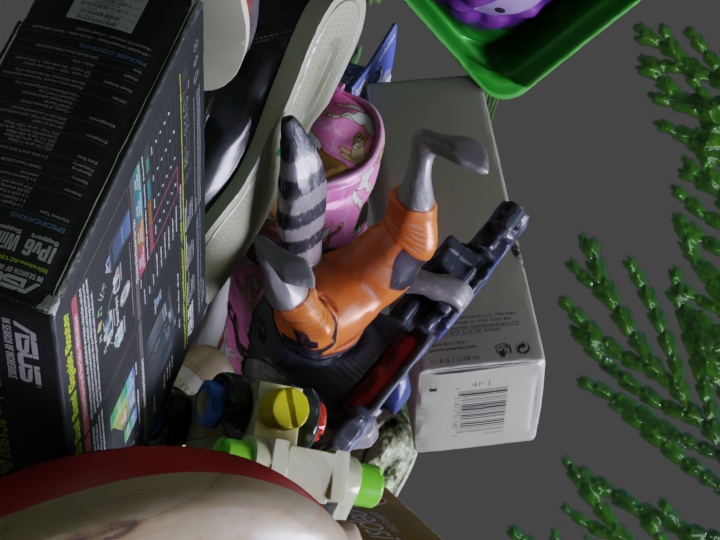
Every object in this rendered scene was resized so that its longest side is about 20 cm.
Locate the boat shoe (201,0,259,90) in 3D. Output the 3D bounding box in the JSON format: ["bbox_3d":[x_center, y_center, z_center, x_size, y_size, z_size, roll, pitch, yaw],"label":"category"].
[{"bbox_3d":[-0.071,-0.142,0.800,0.200,0.071,0.063,83,20,-59],"label":"boat shoe"}]

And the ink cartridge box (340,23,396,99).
[{"bbox_3d":[-0.023,-0.040,1.258,0.119,0.042,0.200,-59,164,-61],"label":"ink cartridge box"}]

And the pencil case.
[{"bbox_3d":[-0.031,-0.010,1.111,0.200,0.083,0.087,94,-22,-51],"label":"pencil case"}]

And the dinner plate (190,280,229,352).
[{"bbox_3d":[-0.077,-0.001,1.172,0.200,0.024,0.201,15,90,-83],"label":"dinner plate"}]

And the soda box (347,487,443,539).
[{"bbox_3d":[-0.006,0.146,1.015,0.200,0.064,0.068,-150,-112,-74],"label":"soda box"}]

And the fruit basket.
[{"bbox_3d":[0.102,-0.196,1.123,0.215,0.156,0.216,-39,-163,14],"label":"fruit basket"}]

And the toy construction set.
[{"bbox_3d":[-0.065,0.111,0.903,0.092,0.200,0.132,16,74,-41],"label":"toy construction set"}]

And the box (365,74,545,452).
[{"bbox_3d":[0.048,-0.006,1.159,0.082,0.068,0.200,91,-9,-54],"label":"box"}]

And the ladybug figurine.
[{"bbox_3d":[-0.097,0.115,0.755,0.136,0.199,0.072,95,-23,-45],"label":"ladybug figurine"}]

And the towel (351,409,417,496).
[{"bbox_3d":[-0.032,0.156,1.204,0.200,0.036,0.148,-69,-160,5],"label":"towel"}]

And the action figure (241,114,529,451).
[{"bbox_3d":[0.000,0.000,1.012,0.200,0.105,0.194,-49,169,-32],"label":"action figure"}]

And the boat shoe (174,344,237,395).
[{"bbox_3d":[-0.081,0.095,1.081,0.065,0.072,0.200,-45,163,-17],"label":"boat shoe"}]

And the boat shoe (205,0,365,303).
[{"bbox_3d":[-0.070,-0.052,0.974,0.200,0.068,0.072,-63,166,10],"label":"boat shoe"}]

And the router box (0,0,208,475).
[{"bbox_3d":[-0.111,0.008,0.809,0.200,0.062,0.150,95,12,-53],"label":"router box"}]
